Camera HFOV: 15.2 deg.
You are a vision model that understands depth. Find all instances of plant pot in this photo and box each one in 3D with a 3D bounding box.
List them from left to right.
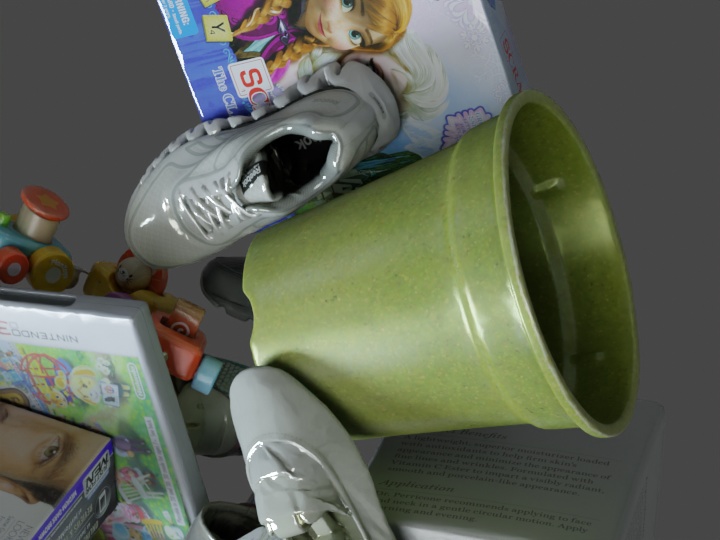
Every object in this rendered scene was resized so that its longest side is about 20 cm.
[{"bbox_3d":[0.040,0.017,1.556,0.184,0.200,0.201,-16,110,22],"label":"plant pot"}]

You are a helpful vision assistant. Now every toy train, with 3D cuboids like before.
[{"bbox_3d":[-0.166,0.003,1.682,0.199,0.150,0.056,27,99,2],"label":"toy train"}]

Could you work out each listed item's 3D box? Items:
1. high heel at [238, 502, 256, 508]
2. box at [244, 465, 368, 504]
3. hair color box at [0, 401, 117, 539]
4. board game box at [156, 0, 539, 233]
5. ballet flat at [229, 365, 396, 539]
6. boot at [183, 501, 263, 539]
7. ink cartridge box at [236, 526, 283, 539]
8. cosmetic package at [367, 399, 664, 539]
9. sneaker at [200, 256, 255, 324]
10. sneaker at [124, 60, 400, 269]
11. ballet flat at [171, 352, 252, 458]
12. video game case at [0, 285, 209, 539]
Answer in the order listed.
[{"bbox_3d":[-0.010,0.228,1.696,0.096,0.067,0.200,-4,125,40],"label":"high heel"},{"bbox_3d":[-0.063,0.204,1.778,0.070,0.064,0.200,27,122,-11],"label":"box"},{"bbox_3d":[-0.260,0.126,1.634,0.199,0.109,0.065,18,133,18],"label":"hair color box"},{"bbox_3d":[-0.010,-0.135,1.623,0.199,0.041,0.201,-13,111,22],"label":"board game box"},{"bbox_3d":[-0.020,0.148,1.519,0.069,0.069,0.201,-22,106,24],"label":"ballet flat"},{"bbox_3d":[-0.060,0.250,1.666,0.181,0.073,0.200,28,117,-12],"label":"boot"},{"bbox_3d":[-0.057,0.270,1.581,0.146,0.084,0.200,-32,101,32],"label":"ink cartridge box"},{"bbox_3d":[0.087,0.184,1.657,0.164,0.200,0.166,8,116,14],"label":"cosmetic package"},{"bbox_3d":[0.000,0.000,1.679,0.199,0.075,0.080,5,103,7],"label":"sneaker"},{"bbox_3d":[-0.071,-0.054,1.613,0.200,0.081,0.075,-31,105,30],"label":"sneaker"},{"bbox_3d":[-0.135,0.078,1.745,0.199,0.071,0.069,25,118,3],"label":"ballet flat"},{"bbox_3d":[-0.185,0.096,1.658,0.181,0.022,0.201,6,128,28],"label":"video game case"}]
